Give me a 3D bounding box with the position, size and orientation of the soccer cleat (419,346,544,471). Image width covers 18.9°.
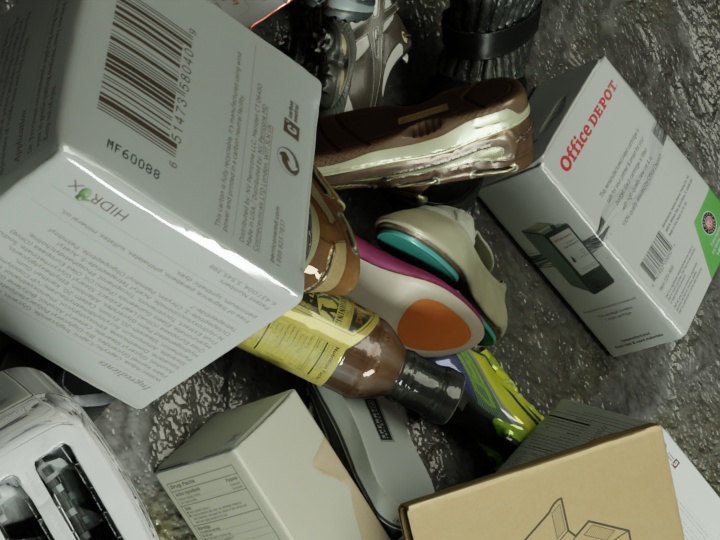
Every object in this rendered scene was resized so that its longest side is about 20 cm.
[{"bbox_3d":[0.105,0.102,1.668,0.200,0.065,0.084,38,48,-28],"label":"soccer cleat"}]

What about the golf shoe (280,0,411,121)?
[{"bbox_3d":[-0.005,-0.200,1.663,0.094,0.078,0.201,23,73,-39],"label":"golf shoe"}]

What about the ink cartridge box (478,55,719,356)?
[{"bbox_3d":[0.205,-0.053,1.793,0.200,0.084,0.146,49,50,-19],"label":"ink cartridge box"}]

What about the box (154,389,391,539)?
[{"bbox_3d":[-0.042,0.190,1.486,0.078,0.095,0.200,-42,107,-42],"label":"box"}]

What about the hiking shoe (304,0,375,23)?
[{"bbox_3d":[-0.060,-0.263,1.581,0.200,0.087,0.074,32,13,2],"label":"hiking shoe"}]

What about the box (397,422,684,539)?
[{"bbox_3d":[0.132,0.208,1.470,0.199,0.021,0.164,-16,98,-22],"label":"box"}]

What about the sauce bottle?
[{"bbox_3d":[-0.023,0.048,1.499,0.200,0.065,0.065,26,59,-13],"label":"sauce bottle"}]

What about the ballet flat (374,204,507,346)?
[{"bbox_3d":[0.066,-0.011,1.629,0.200,0.069,0.070,53,41,-57],"label":"ballet flat"}]

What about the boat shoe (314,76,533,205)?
[{"bbox_3d":[0.030,-0.078,1.588,0.075,0.202,0.075,-81,157,-59],"label":"boat shoe"}]

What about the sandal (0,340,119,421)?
[{"bbox_3d":[-0.172,0.058,1.444,0.200,0.043,0.076,-34,99,-43],"label":"sandal"}]

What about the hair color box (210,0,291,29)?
[{"bbox_3d":[-0.090,-0.223,1.510,0.102,0.200,0.061,56,7,-14],"label":"hair color box"}]

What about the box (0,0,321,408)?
[{"bbox_3d":[-0.153,-0.061,1.383,0.200,0.171,0.199,34,41,-30],"label":"box"}]

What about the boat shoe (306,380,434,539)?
[{"bbox_3d":[-0.011,0.107,1.553,0.071,0.064,0.200,11,46,-39],"label":"boat shoe"}]

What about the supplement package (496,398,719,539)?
[{"bbox_3d":[0.171,0.237,1.582,0.200,0.147,0.191,-46,110,-15],"label":"supplement package"}]

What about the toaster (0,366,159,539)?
[{"bbox_3d":[-0.190,0.156,1.319,0.113,0.129,0.200,-30,99,-14],"label":"toaster"}]

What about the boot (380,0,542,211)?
[{"bbox_3d":[0.081,-0.153,1.660,0.079,0.158,0.211,21,46,9],"label":"boot"}]

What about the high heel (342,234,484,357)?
[{"bbox_3d":[0.000,0.000,1.588,0.199,0.067,0.096,17,29,-25],"label":"high heel"}]

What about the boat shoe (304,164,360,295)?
[{"bbox_3d":[-0.051,-0.040,1.490,0.074,0.076,0.200,27,22,-28],"label":"boat shoe"}]
